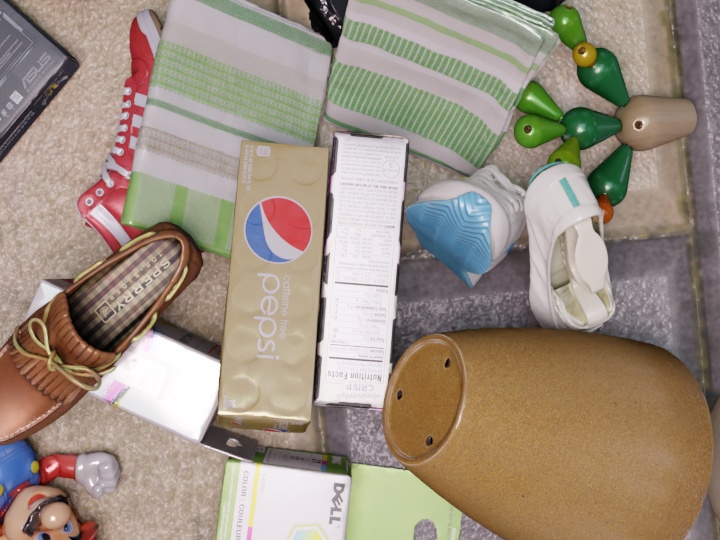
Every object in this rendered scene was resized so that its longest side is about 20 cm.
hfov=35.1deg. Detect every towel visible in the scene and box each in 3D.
[{"bbox_3d":[-0.103,-0.112,0.891,0.148,0.031,0.202,18,77,-30],"label":"towel"},{"bbox_3d":[0.053,-0.148,0.866,0.151,0.200,0.024,21,62,-1],"label":"towel"}]

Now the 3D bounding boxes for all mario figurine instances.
[{"bbox_3d":[-0.268,0.162,0.900,0.123,0.106,0.201,-35,90,-3],"label":"mario figurine"}]

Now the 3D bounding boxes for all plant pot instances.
[{"bbox_3d":[0.119,0.119,0.832,0.198,0.186,0.188,19,90,-32],"label":"plant pot"}]

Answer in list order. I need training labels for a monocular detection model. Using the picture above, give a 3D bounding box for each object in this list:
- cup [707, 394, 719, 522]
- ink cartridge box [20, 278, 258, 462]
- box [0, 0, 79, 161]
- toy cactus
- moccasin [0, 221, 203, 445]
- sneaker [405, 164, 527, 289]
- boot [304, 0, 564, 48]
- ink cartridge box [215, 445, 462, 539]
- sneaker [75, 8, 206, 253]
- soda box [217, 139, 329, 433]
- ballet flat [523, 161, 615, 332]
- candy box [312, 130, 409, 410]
[{"bbox_3d":[0.391,0.161,0.899,0.198,0.143,0.203,0,91,-2],"label":"cup"},{"bbox_3d":[-0.160,0.076,0.895,0.198,0.116,0.068,25,89,-3],"label":"ink cartridge box"},{"bbox_3d":[-0.351,-0.145,0.920,0.157,0.051,0.200,40,90,-2],"label":"box"},{"bbox_3d":[0.194,-0.112,0.929,0.163,0.102,0.203,-9,88,-20],"label":"toy cactus"},{"bbox_3d":[-0.193,0.046,0.796,0.201,0.078,0.074,-37,91,-2],"label":"moccasin"},{"bbox_3d":[0.087,-0.044,0.861,0.076,0.200,0.081,41,88,6],"label":"sneaker"},{"bbox_3d":[0.043,-0.231,0.908,0.200,0.076,0.168,42,79,5],"label":"boot"},{"bbox_3d":[-0.017,0.230,0.920,0.197,0.076,0.150,7,90,0],"label":"ink cartridge box"},{"bbox_3d":[-0.184,-0.102,0.916,0.111,0.071,0.202,-16,87,1],"label":"sneaker"},{"bbox_3d":[-0.063,0.013,0.827,0.067,0.064,0.203,5,75,-5],"label":"soda box"},{"bbox_3d":[0.165,0.005,0.871,0.069,0.201,0.070,-9,49,10],"label":"ballet flat"},{"bbox_3d":[0.000,0.000,0.889,0.060,0.136,0.203,5,91,-1],"label":"candy box"}]
